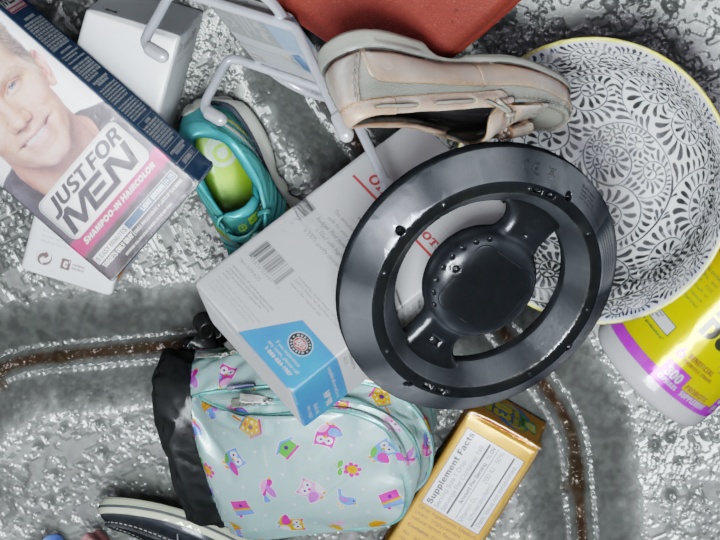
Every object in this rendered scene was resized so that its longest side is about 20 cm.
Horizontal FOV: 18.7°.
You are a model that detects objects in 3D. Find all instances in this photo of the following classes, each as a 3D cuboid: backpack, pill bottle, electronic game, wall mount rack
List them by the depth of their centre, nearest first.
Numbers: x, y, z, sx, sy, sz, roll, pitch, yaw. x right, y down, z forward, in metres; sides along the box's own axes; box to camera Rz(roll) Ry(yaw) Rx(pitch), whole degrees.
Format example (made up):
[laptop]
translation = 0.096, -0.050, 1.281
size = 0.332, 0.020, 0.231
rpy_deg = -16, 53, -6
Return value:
[electronic game]
translation = 0.079, 0.006, 1.470
size = 0.200, 0.042, 0.200
rpy_deg = -9, 120, -15
[wall mount rack]
translation = -0.049, -0.123, 1.484
size = 0.174, 0.200, 0.075
rpy_deg = 22, 79, 23
[pill bottle]
translation = 0.272, 0.011, 1.567
size = 0.104, 0.104, 0.200
rpy_deg = 41, 107, -7
[backpack]
translation = -0.042, 0.122, 1.603
size = 0.200, 0.127, 0.167
rpy_deg = -5, 128, 13

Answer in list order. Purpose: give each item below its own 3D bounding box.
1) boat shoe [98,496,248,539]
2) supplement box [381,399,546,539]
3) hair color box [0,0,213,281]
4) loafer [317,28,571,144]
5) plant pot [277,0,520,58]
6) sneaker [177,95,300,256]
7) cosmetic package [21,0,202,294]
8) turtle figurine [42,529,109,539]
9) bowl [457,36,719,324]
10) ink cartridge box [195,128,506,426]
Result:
[boat shoe]
translation = -0.114, 0.230, 1.686
size = 0.200, 0.075, 0.062
rpy_deg = 27, 76, -6
[supplement box]
translation = 0.064, 0.189, 1.663
size = 0.069, 0.067, 0.200
rpy_deg = 32, 107, -1
[hair color box]
translation = -0.211, -0.097, 1.504
size = 0.200, 0.061, 0.100
rpy_deg = 41, 107, -5
[loafer]
translation = 0.059, -0.106, 1.435
size = 0.200, 0.063, 0.072
rpy_deg = 9, 150, -36
[plant pot]
translation = 0.033, -0.244, 1.478
size = 0.200, 0.200, 0.176
rpy_deg = 34, 120, -4
[sneaker]
translation = -0.080, -0.032, 1.604
size = 0.077, 0.080, 0.200
rpy_deg = -29, 102, 13
[cosmetic package]
translation = -0.179, -0.095, 1.585
size = 0.071, 0.101, 0.200
rpy_deg = 17, 108, 1
[turtle figurine]
translation = -0.194, 0.318, 1.692
size = 0.194, 0.200, 0.144
rpy_deg = 18, 142, -4
[bowl]
translation = 0.175, -0.068, 1.548
size = 0.201, 0.094, 0.201
rpy_deg = 3, 100, 21
[ink cartridge box]
translation = 0.000, 0.000, 1.535
size = 0.200, 0.067, 0.116
rpy_deg = -37, 63, -11
